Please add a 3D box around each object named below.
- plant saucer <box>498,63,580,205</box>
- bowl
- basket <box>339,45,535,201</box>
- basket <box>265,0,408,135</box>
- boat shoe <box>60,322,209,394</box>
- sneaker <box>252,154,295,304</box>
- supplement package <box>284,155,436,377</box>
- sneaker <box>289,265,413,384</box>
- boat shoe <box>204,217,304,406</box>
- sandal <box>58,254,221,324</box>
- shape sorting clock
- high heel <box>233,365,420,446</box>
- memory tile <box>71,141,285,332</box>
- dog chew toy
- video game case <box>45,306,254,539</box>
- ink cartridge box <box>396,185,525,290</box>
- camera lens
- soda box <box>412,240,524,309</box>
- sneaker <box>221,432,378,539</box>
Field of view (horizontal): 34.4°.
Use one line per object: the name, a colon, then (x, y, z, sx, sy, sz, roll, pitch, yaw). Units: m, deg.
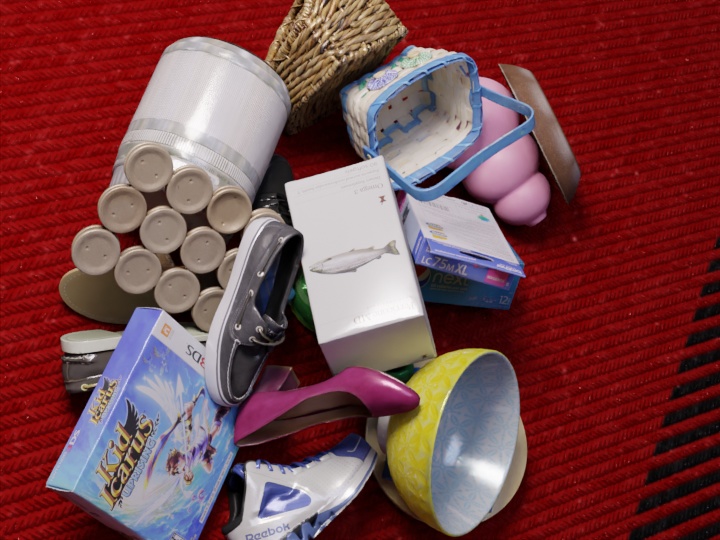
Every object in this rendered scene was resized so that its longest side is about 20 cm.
plant saucer: (0.235, -0.181, 1.489, 0.036, 0.200, 0.202, -27, 80, 10)
bowl: (0.082, 0.177, 1.270, 0.199, 0.107, 0.203, -22, 117, -53)
basket: (0.077, -0.167, 1.340, 0.176, 0.140, 0.200, -35, 49, -21)
basket: (-0.065, -0.274, 1.385, 0.142, 0.200, 0.150, -32, 87, -28)
boat shoe: (-0.225, 0.093, 1.253, 0.199, 0.071, 0.061, -3, 98, -33)
sneaker: (-0.094, -0.043, 1.342, 0.073, 0.081, 0.202, 20, 65, -40)
supplement package: (0.000, 0.000, 1.259, 0.116, 0.118, 0.202, -15, 61, 2)
sneaker: (-0.006, 0.060, 1.340, 0.200, 0.084, 0.074, 44, 62, 11)
boat shoe: (-0.102, 0.047, 1.201, 0.070, 0.066, 0.202, 23, 82, -50)
sandal: (-0.223, 0.007, 1.291, 0.209, 0.078, 0.070, -3, 32, -6)
shape sorting clock: (0.100, 0.200, 1.362, 0.198, 0.039, 0.202, 7, 67, -16)
high heel: (-0.036, 0.152, 1.201, 0.068, 0.198, 0.097, 57, 44, -39)
memory tile: (-0.185, -0.032, 1.209, 0.199, 0.017, 0.154, 30, 97, -31)
dog chew toy: (0.172, -0.145, 1.486, 0.124, 0.124, 0.201, -39, 96, -30)
video game case: (-0.202, 0.170, 1.183, 0.181, 0.045, 0.201, 47, 56, -42)
ink cartridge box: (0.111, -0.036, 1.345, 0.118, 0.042, 0.200, 15, 20, -14)
camera lens: (-0.177, -0.146, 1.303, 0.159, 0.160, 0.202, 25, 69, -12)
soda box: (0.093, -0.005, 1.410, 0.198, 0.068, 0.064, 6, 28, -21)
sneaker: (-0.078, 0.232, 1.251, 0.115, 0.081, 0.199, 47, 62, -3)
